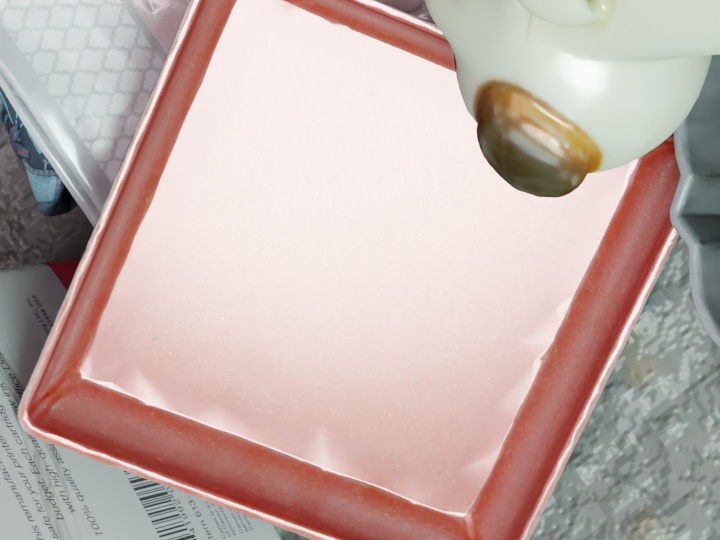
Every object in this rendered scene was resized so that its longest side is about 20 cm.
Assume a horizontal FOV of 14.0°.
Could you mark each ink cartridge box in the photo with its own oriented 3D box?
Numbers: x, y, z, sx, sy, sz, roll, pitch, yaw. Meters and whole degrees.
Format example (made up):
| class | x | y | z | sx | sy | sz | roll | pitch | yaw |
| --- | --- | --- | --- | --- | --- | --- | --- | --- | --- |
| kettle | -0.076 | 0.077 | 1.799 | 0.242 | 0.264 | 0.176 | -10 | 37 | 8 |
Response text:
| class | x | y | z | sx | sy | sz | roll | pitch | yaw |
| --- | --- | --- | --- | --- | --- | --- | --- | --- | --- |
| ink cartridge box | -0.144 | 0.082 | 1.105 | 0.084 | 0.200 | 0.145 | -40 | 74 | 29 |

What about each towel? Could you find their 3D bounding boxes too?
| class | x | y | z | sx | sy | sz | roll | pitch | yaw |
| --- | --- | --- | --- | --- | --- | --- | --- | --- | --- |
| towel | -0.039 | -0.093 | 1.089 | 0.191 | 0.032 | 0.200 | -33 | 100 | 6 |

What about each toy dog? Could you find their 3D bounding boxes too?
| class | x | y | z | sx | sy | sz | roll | pitch | yaw |
| --- | --- | --- | --- | --- | --- | --- | --- | --- | --- |
| toy dog | 0.104 | -0.113 | 0.955 | 0.194 | 0.140 | 0.200 | 36 | 134 | -16 |

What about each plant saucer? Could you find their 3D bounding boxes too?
| class | x | y | z | sx | sy | sz | roll | pitch | yaw |
| --- | --- | --- | --- | --- | --- | --- | --- | --- | --- |
| plant saucer | 0.000 | 0.000 | 1.076 | 0.199 | 0.037 | 0.201 | 21 | 108 | -12 |

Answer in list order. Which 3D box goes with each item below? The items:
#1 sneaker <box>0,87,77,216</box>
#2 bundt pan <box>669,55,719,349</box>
| class | x | y | z | sx | sy | sz | roll | pitch | yaw |
| --- | --- | --- | --- | --- | --- | --- | --- | --- | --- |
| sneaker | -0.126 | -0.071 | 1.166 | 0.199 | 0.079 | 0.096 | 26 | 104 | 24 |
| bundt pan | 0.202 | -0.037 | 0.983 | 0.201 | 0.076 | 0.203 | -3 | 85 | 47 |
